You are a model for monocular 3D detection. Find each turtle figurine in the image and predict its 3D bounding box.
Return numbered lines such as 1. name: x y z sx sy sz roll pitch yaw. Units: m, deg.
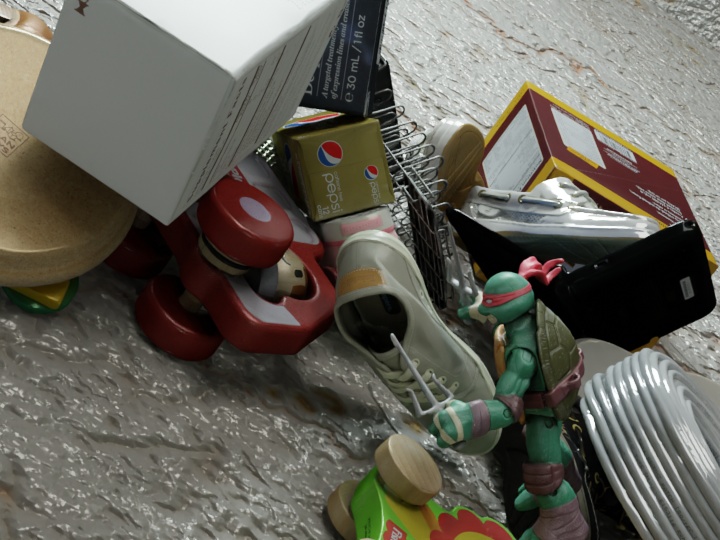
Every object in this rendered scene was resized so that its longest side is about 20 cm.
1. turtle figurine: 0.096 0.073 0.954 0.150 0.100 0.202 -49 123 -57

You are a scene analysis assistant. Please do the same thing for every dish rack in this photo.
1. dish rack: 0.040 -0.071 1.277 0.054 0.154 0.201 -24 50 -10

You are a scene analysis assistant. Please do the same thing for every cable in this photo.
1. cable: 0.227 0.149 1.016 0.201 0.069 0.200 52 17 -14

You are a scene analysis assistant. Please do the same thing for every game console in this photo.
1. game console: 0.186 -0.008 1.225 0.118 0.174 0.200 68 9 24

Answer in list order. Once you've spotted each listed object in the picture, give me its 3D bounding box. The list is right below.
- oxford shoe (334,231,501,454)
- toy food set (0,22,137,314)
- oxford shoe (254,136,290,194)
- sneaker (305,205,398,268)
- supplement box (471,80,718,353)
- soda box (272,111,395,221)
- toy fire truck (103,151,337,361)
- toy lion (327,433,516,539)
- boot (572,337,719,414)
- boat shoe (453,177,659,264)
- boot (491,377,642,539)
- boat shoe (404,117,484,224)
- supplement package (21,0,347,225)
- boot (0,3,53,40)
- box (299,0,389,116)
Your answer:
1. oxford shoe: 0.037 0.063 1.035 0.201 0.074 0.058 59 29 -31
2. toy food set: -0.235 -0.074 0.948 0.198 0.049 0.200 30 51 -16
3. oxford shoe: -0.102 -0.078 1.199 0.074 0.058 0.202 13 46 -30
4. sneaker: 0.000 0.000 1.186 0.200 0.074 0.106 -134 -153 -82
5. supplement box: 0.217 -0.049 1.468 0.196 0.133 0.201 28 25 -17
6. soda box: -0.026 -0.088 1.189 0.067 0.065 0.200 -14 11 -8
7. toy fire truck: -0.084 -0.022 1.049 0.167 0.113 0.201 5 39 -48
8. toy lion: 0.061 0.206 0.904 0.191 0.069 0.200 42 22 -7
9. boot: 0.239 0.114 1.245 0.198 0.073 0.090 29 -14 -10
10. boat shoe: 0.170 -0.048 1.289 0.198 0.070 0.071 5 -19 33
11. boot: 0.177 0.165 1.113 0.149 0.074 0.201 25 21 -23
12. boat shoe: 0.070 -0.097 1.373 0.069 0.071 0.200 39 -10 14
13. supplement package: -0.105 -0.141 0.955 0.116 0.118 0.200 33 34 5
14. boot: -0.229 -0.129 1.105 0.154 0.074 0.201 24 29 -34
15. box: -0.077 -0.208 1.146 0.197 0.151 0.107 9 8 2
